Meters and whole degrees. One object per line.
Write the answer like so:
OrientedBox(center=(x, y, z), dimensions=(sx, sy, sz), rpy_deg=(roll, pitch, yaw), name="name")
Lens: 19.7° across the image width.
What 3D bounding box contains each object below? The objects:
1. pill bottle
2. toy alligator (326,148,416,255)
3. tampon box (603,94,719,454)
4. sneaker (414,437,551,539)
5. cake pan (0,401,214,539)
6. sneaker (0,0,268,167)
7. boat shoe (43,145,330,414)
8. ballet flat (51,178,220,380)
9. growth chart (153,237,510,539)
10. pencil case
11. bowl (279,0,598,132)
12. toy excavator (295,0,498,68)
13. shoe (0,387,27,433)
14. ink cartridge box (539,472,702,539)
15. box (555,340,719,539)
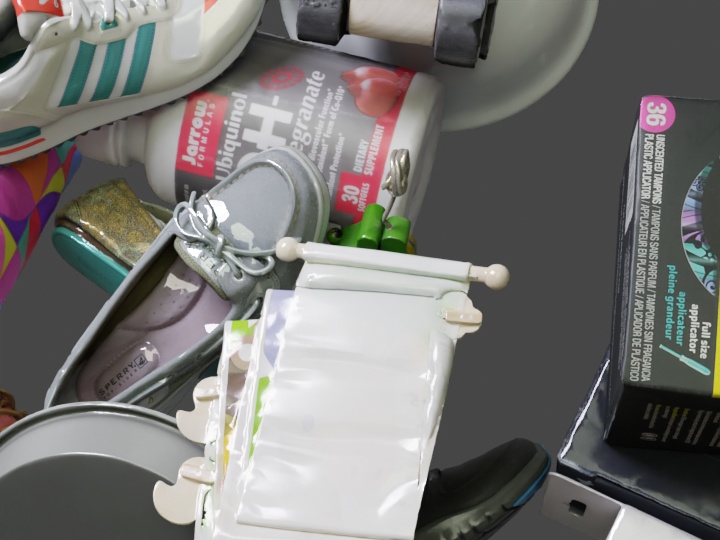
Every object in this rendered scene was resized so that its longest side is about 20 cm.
OrientedBox(center=(-0.058, -0.081, 1.201), dimensions=(0.199, 0.111, 0.111), rpy_deg=(14, 74, 7), name="pill bottle")
OrientedBox(center=(0.000, 0.000, 1.134), dimensions=(0.054, 0.201, 0.060), rpy_deg=(8, 52, 8), name="toy alligator")
OrientedBox(center=(0.228, 0.010, 1.032), dimensions=(0.198, 0.126, 0.151), rpy_deg=(4, 74, 4), name="tampon box")
OrientedBox(center=(0.011, 0.137, 1.151), dimensions=(0.199, 0.073, 0.082), rpy_deg=(-28, 75, -6), name="sneaker")
OrientedBox(center=(-0.132, 0.168, 1.106), dimensions=(0.199, 0.037, 0.202), rpy_deg=(5, 112, 13), name="cake pan")
OrientedBox(center=(-0.146, -0.130, 1.122), dimensions=(0.199, 0.094, 0.071), rpy_deg=(-25, 59, 1), name="sneaker")
OrientedBox(center=(-0.094, 0.015, 1.126), dimensions=(0.202, 0.065, 0.075), rpy_deg=(-44, 76, 18), name="boat shoe")
OrientedBox(center=(-0.091, 0.018, 1.199), dimensions=(0.200, 0.071, 0.071), rpy_deg=(41, 79, 13), name="ballet flat")
OrientedBox(center=(-0.020, 0.072, 1.046), dimensions=(0.144, 0.018, 0.201), rpy_deg=(13, 69, 16), name="growth chart")
OrientedBox(center=(-0.225, -0.019, 1.171), dimensions=(0.088, 0.089, 0.201), rpy_deg=(16, 49, 7), name="pencil case")
OrientedBox(center=(0.047, -0.192, 1.242), dimensions=(0.200, 0.090, 0.203), rpy_deg=(0, 73, 1), name="bowl")
OrientedBox(center=(0.039, -0.223, 1.144), dimensions=(0.099, 0.194, 0.201), rpy_deg=(11, 102, 5), name="toy excavator")
OrientedBox(center=(-0.208, 0.093, 1.174), dimensions=(0.199, 0.072, 0.092), rpy_deg=(1, 76, 6), name="shoe")
OrientedBox(center=(0.176, 0.188, 1.108), dimensions=(0.199, 0.116, 0.068), rpy_deg=(25, 74, 10), name="ink cartridge box")
OrientedBox(center=(0.232, 0.070, 1.141), dimensions=(0.196, 0.118, 0.201), rpy_deg=(24, 74, 10), name="box")
